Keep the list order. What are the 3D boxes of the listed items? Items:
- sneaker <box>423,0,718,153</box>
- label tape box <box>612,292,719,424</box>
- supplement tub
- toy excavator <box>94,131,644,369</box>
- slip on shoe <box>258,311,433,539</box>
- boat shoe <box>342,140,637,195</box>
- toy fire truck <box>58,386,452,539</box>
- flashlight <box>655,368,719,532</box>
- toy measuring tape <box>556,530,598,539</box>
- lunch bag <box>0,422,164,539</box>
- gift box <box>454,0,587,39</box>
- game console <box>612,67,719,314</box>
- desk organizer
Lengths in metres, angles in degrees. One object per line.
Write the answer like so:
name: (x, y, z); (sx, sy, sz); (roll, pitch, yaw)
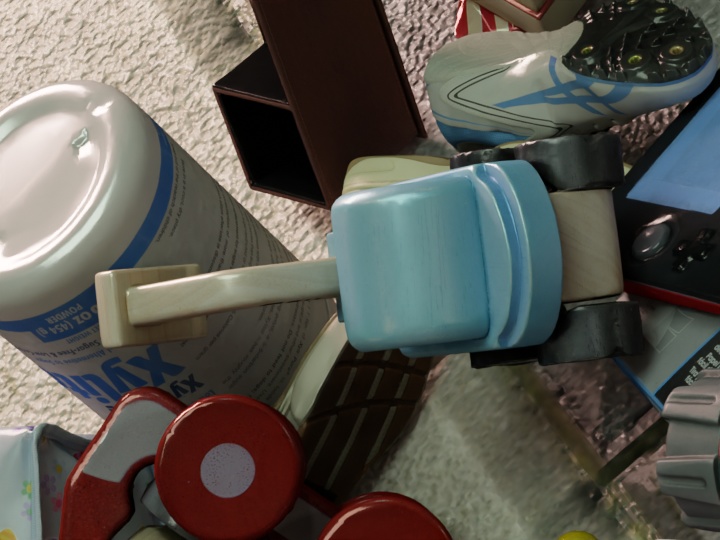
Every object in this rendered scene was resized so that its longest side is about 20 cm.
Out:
sneaker: (0.109, -0.089, 1.319); (0.072, 0.073, 0.200); (-39, 20, -29)
label tape box: (0.210, 0.001, 1.173); (0.200, 0.066, 0.143); (-45, 23, 4)
supplement tub: (-0.110, 0.008, 1.341); (0.132, 0.200, 0.132); (-20, 48, 25)
toy excavator: (0.000, 0.000, 1.193); (0.194, 0.199, 0.100); (-9, 85, 64)
slip on shoe: (-0.032, 0.089, 1.319); (0.060, 0.076, 0.201); (19, 79, 43)
boat shoe: (0.068, -0.021, 1.327); (0.199, 0.072, 0.065); (0, 68, 40)
toy fire truck: (-0.053, 0.154, 1.212); (0.200, 0.112, 0.168); (33, 87, 1)
flashlight: (0.212, 0.074, 1.016); (0.199, 0.068, 0.068); (0, 15, 40)
toy measuring tape: (0.093, 0.213, 1.148); (0.073, 0.073, 0.201); (-10, 71, 31)
lunch bag: (-0.190, 0.182, 1.324); (0.169, 0.127, 0.201); (-5, 80, 35)
gift box: (0.078, -0.232, 1.395); (0.200, 0.187, 0.185); (39, 83, 27)
game console: (0.196, -0.062, 1.182); (0.200, 0.031, 0.177); (-49, 20, -12)
desk organizer: (-0.041, -0.136, 1.386); (0.072, 0.200, 0.077); (16, 47, 43)
